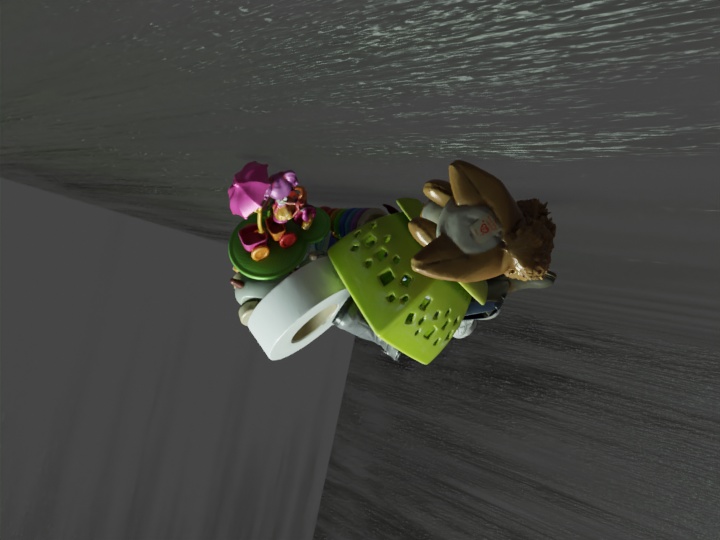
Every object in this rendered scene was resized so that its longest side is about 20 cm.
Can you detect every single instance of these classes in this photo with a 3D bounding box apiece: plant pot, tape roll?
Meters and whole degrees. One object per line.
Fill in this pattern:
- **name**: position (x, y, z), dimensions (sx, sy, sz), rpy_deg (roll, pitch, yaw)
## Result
- **plant pot**: position (0.091, 0.009, 1.095), dimensions (0.198, 0.181, 0.202), rpy_deg (36, -162, -54)
- **tape roll**: position (-0.099, 0.067, 1.139), dimensions (0.071, 0.202, 0.202), rpy_deg (49, -175, 14)

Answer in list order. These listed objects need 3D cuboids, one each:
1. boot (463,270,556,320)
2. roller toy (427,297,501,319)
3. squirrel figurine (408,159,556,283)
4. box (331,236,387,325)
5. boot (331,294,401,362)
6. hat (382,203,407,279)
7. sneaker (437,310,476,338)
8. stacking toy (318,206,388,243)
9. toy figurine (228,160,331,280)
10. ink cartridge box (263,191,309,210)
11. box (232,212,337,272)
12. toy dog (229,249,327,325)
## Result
- **boot**: position (0.256, 0.045, 1.179), dimensions (0.194, 0.100, 0.075), rpy_deg (1, 162, 13)
- **roller toy**: position (0.236, 0.021, 1.470), dimensions (0.180, 0.143, 0.198), rpy_deg (24, 162, -31)
- **squirrel figurine**: position (0.160, -0.049, 0.868), dimensions (0.195, 0.145, 0.187), rpy_deg (16, -178, -2)
- **box**: position (0.000, 0.000, 1.311), dimensions (0.154, 0.203, 0.050), rpy_deg (-13, 139, 1)
- **boot**: position (0.026, 0.102, 1.131), dimensions (0.131, 0.070, 0.200), rpy_deg (39, -175, 10)
- **hat**: position (0.149, -0.081, 1.276), dimensions (0.161, 0.180, 0.201), rpy_deg (0, -155, 15)
- **sneaker**: position (0.217, 0.083, 1.327), dimensions (0.086, 0.078, 0.200), rpy_deg (-8, 153, 23)
- **stacking toy**: position (-0.030, -0.095, 1.300), dimensions (0.084, 0.087, 0.198), rpy_deg (16, -178, -42)
- **toy figurine**: position (-0.148, -0.108, 1.106), dimensions (0.196, 0.152, 0.186), rpy_deg (-23, 149, -12)
- **ink cartridge box**: position (-0.162, -0.113, 1.340), dimensions (0.109, 0.051, 0.198), rpy_deg (42, 162, -29)
- **box**: position (-0.140, -0.034, 1.273), dimensions (0.195, 0.122, 0.042), rpy_deg (14, 171, 1)
- **toy dog**: position (-0.160, 0.007, 1.180), dimensions (0.132, 0.200, 0.097), rpy_deg (42, 173, 30)
